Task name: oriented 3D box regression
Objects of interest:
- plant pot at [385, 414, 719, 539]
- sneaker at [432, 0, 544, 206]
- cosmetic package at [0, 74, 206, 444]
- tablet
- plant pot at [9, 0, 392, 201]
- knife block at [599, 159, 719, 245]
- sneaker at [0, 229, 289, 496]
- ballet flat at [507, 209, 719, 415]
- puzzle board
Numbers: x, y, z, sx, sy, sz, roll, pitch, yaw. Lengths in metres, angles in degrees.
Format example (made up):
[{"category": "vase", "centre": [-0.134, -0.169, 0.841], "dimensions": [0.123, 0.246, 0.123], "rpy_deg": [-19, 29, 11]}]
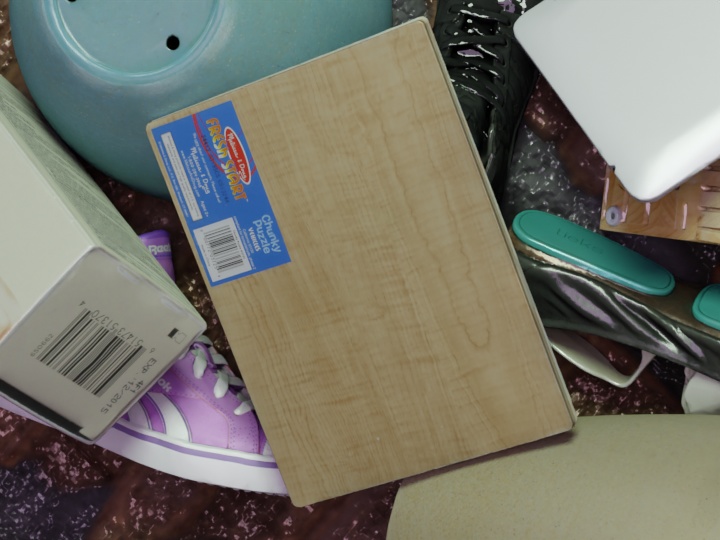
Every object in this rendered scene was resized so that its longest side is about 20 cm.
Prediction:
[{"category": "plant pot", "centre": [0.119, 0.143, 0.960], "dimensions": [0.199, 0.187, 0.189], "rpy_deg": [12, 94, 24]}, {"category": "sneaker", "centre": [0.052, -0.075, 0.991], "dimensions": [0.060, 0.104, 0.201], "rpy_deg": [11, 94, 10]}, {"category": "cosmetic package", "centre": [-0.175, -0.021, 0.991], "dimensions": [0.087, 0.103, 0.200], "rpy_deg": [-45, 51, 5]}, {"category": "tablet", "centre": [0.181, -0.130, 0.942], "dimensions": [0.199, 0.014, 0.130], "rpy_deg": [-34, 56, 4]}, {"category": "plant pot", "centre": [-0.093, -0.134, 1.002], "dimensions": [0.199, 0.135, 0.202], "rpy_deg": [0, 91, 11]}, {"category": "knife block", "centre": [0.241, -0.036, 0.987], "dimensions": [0.200, 0.175, 0.064], "rpy_deg": [10, 93, 55]}, {"category": "sneaker", "centre": [-0.096, 0.042, 1.040], "dimensions": [0.199, 0.073, 0.115], "rpy_deg": [19, 92, 10]}, {"category": "ballet flat", "centre": [0.156, 0.031, 0.997], "dimensions": [0.199, 0.068, 0.069], "rpy_deg": [22, 118, 19]}, {"category": "puzzle board", "centre": [0.000, 0.000, 0.942], "dimensions": [0.150, 0.017, 0.201], "rpy_deg": [-18, 98, 23]}]
